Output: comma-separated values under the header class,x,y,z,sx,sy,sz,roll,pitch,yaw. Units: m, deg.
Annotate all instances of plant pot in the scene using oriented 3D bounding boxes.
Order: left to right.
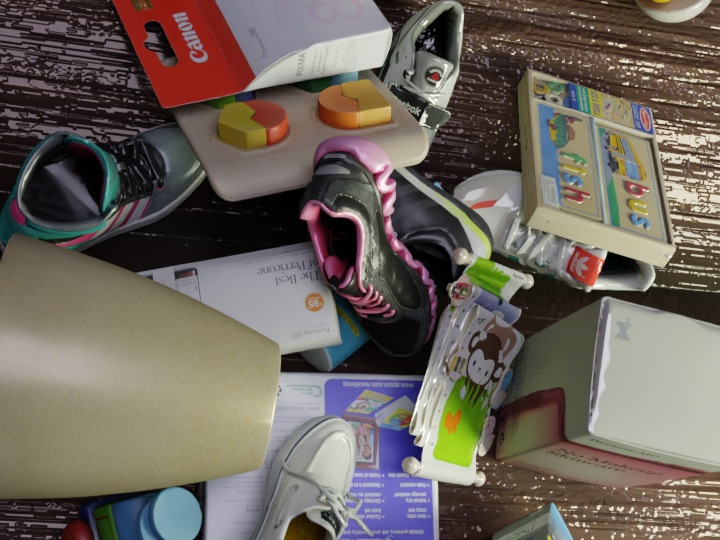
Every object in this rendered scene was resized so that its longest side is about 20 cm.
class,x,y,z,sx,sy,sz,roll,pitch,yaw
plant pot,-0.163,0.084,0.855,0.199,0.187,0.188,11,74,-10

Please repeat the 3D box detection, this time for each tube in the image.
class,x,y,z,sx,sy,sz,roll,pitch,yaw
tube,0.025,0.008,1.040,0.200,0.050,0.078,-41,99,-26

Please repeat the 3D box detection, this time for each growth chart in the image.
class,x,y,z,sx,sy,sz,roll,pitch,yaw
growth chart,0.092,0.085,0.984,0.145,0.018,0.201,9,97,-53

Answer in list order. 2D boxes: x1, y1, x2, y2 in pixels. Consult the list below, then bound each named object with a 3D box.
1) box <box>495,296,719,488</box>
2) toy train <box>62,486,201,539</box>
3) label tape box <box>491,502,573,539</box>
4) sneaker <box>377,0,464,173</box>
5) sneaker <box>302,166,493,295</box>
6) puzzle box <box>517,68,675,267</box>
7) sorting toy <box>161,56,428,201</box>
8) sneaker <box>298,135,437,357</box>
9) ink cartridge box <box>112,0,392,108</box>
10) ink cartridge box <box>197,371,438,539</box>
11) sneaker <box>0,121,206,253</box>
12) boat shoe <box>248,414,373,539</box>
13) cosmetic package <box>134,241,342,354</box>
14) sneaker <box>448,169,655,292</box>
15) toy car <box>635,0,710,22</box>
class,x,y,z,sx,sy,sz,roll,pitch,yaw
box,0.208,0.108,0.979,0.127,0.200,0.109,14,73,-10
toy train,-0.146,0.261,0.883,0.084,0.116,0.201,-8,78,-39
label tape box,0.155,0.273,0.924,0.063,0.200,0.145,-28,84,8
sneaker,0.044,-0.154,1.059,0.074,0.088,0.201,19,75,-11
sneaker,0.021,-0.045,0.996,0.200,0.072,0.083,28,48,6
puzzle box,0.210,-0.096,1.072,0.133,0.025,0.200,16,44,-12
sorting toy,-0.062,-0.142,1.001,0.185,0.037,0.200,-13,42,-18
sneaker,0.000,0.000,0.922,0.096,0.079,0.200,-65,141,-48
ink cartridge box,-0.095,-0.223,1.020,0.199,0.057,0.163,-12,52,-24
ink cartridge box,-0.034,0.184,0.979,0.197,0.043,0.201,3,74,-15
sneaker,-0.200,-0.078,0.957,0.200,0.121,0.084,-33,87,-20
boat shoe,-0.035,0.187,0.883,0.075,0.086,0.202,51,47,-23
cosmetic package,-0.120,0.035,0.958,0.199,0.051,0.083,-11,81,1
sneaker,0.171,-0.029,1.043,0.199,0.093,0.071,16,111,-19
toy car,0.283,-0.353,1.150,0.150,0.175,0.200,19,69,29
